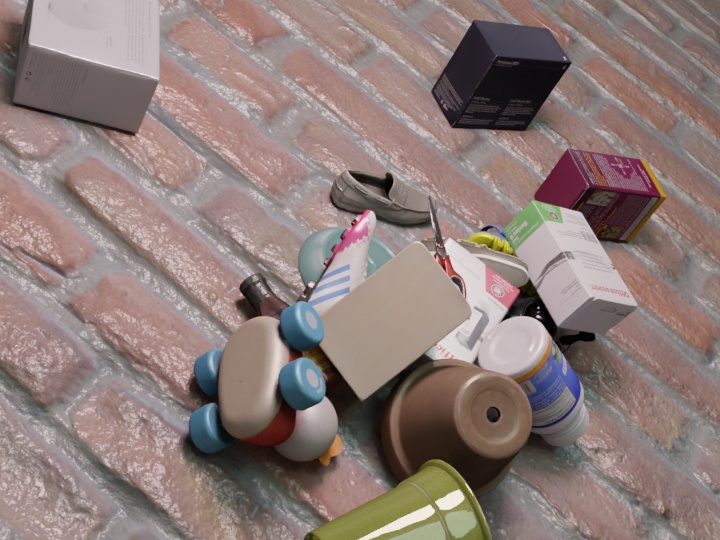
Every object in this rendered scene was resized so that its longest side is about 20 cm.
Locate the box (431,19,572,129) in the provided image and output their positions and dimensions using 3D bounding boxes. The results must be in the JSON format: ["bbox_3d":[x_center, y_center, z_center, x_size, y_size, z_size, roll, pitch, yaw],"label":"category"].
[{"bbox_3d":[0.273,-0.376,2.193,0.198,0.183,0.105,-2,52,-35],"label":"box"}]

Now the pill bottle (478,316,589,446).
[{"bbox_3d":[0.265,0.171,1.678,0.200,0.111,0.113,52,29,-35],"label":"pill bottle"}]

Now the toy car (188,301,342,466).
[{"bbox_3d":[-0.092,0.176,1.489,0.200,0.183,0.178,42,31,-37],"label":"toy car"}]

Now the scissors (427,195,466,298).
[{"bbox_3d":[0.128,-0.024,1.714,0.072,0.014,0.202,10,58,-8],"label":"scissors"}]

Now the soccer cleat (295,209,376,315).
[{"bbox_3d":[-0.019,0.007,1.687,0.086,0.070,0.201,34,77,-2],"label":"soccer cleat"}]

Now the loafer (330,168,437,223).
[{"bbox_3d":[0.048,-0.127,1.899,0.198,0.070,0.070,7,48,-28],"label":"loafer"}]

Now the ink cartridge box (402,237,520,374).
[{"bbox_3d":[0.130,0.073,1.717,0.145,0.085,0.200,36,60,3],"label":"ink cartridge box"}]

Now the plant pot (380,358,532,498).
[{"bbox_3d":[0.145,0.209,1.522,0.198,0.175,0.203,5,75,-18],"label":"plant pot"}]

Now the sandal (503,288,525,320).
[{"bbox_3d":[0.185,0.069,1.824,0.199,0.043,0.077,-9,64,-34],"label":"sandal"}]

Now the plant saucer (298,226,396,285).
[{"bbox_3d":[0.000,0.000,1.776,0.198,0.036,0.201,18,45,-18],"label":"plant saucer"}]

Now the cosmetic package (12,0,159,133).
[{"bbox_3d":[-0.423,-0.343,1.755,0.198,0.123,0.201,12,46,-22],"label":"cosmetic package"}]

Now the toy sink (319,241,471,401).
[{"bbox_3d":[0.042,0.068,1.582,0.131,0.199,0.112,51,2,2],"label":"toy sink"}]

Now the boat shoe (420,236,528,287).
[{"bbox_3d":[0.179,-0.017,1.821,0.200,0.073,0.061,7,46,23],"label":"boat shoe"}]

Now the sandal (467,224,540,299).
[{"bbox_3d":[0.270,-0.022,1.944,0.199,0.080,0.087,31,25,-12],"label":"sandal"}]

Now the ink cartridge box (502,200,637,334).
[{"bbox_3d":[0.338,-0.003,1.825,0.145,0.084,0.201,10,45,-45],"label":"ink cartridge box"}]

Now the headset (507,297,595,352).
[{"bbox_3d":[0.302,0.107,1.805,0.199,0.093,0.125,11,72,-57],"label":"headset"}]

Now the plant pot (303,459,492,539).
[{"bbox_3d":[0.035,0.354,1.377,0.188,0.201,0.201,-12,58,-24],"label":"plant pot"}]

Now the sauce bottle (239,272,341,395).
[{"bbox_3d":[-0.104,0.091,1.601,0.066,0.066,0.201,-20,66,-43],"label":"sauce bottle"}]

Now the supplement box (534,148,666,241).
[{"bbox_3d":[0.451,-0.140,2.128,0.198,0.131,0.104,5,47,-30],"label":"supplement box"}]
